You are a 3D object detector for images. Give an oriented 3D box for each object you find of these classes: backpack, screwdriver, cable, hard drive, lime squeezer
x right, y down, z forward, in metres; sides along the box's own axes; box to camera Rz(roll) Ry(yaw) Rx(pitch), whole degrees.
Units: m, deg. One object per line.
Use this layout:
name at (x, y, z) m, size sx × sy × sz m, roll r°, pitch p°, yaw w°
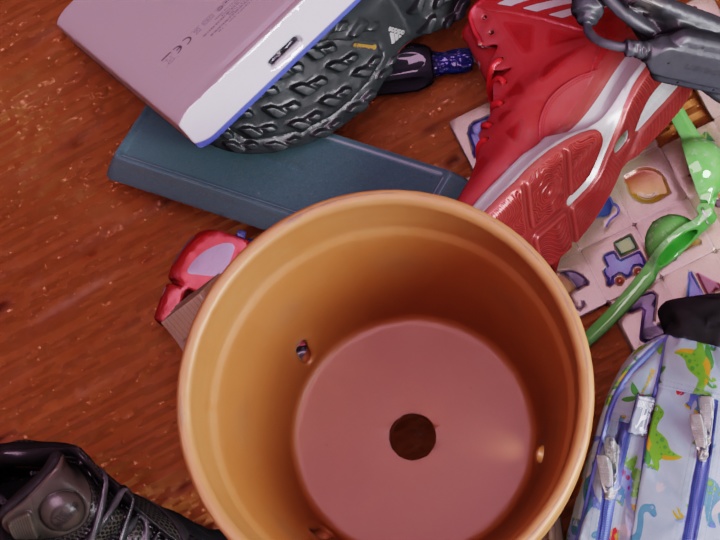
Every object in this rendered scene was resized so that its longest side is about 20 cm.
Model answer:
backpack at (0.179, 0.114, 1.338) m, size 0.154 × 0.163 × 0.200 m, roll -3°, pitch 87°, yaw 12°
screwdriver at (0.079, -0.123, 1.437) m, size 0.200 × 0.029 × 0.028 m, roll -9°, pitch 80°, yaw 7°
cable at (0.193, -0.165, 1.367) m, size 0.200 × 0.051 × 0.163 m, roll 6°, pitch 62°, yaw -28°
hard drive at (-0.081, -0.147, 1.386) m, size 0.132 × 0.200 × 0.025 m, roll -44°, pitch 122°, yaw -4°
lime squeezer at (0.162, -0.036, 1.406) m, size 0.071 × 0.038 × 0.200 m, roll 14°, pitch 85°, yaw 0°

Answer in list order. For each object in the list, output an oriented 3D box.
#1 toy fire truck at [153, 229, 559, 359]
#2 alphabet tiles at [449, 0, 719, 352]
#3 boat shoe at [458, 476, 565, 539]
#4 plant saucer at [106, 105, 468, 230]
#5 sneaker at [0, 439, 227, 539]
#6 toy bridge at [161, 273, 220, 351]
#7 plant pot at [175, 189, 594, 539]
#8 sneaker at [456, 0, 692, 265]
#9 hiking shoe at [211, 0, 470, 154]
toy fire truck at (0.000, 0.000, 1.410) m, size 0.200 × 0.049 × 0.141 m, roll 19°, pitch 84°, yaw 10°
alphabet tiles at (0.145, -0.040, 1.432) m, size 0.200 × 0.008 × 0.167 m, roll -27°, pitch 80°, yaw 0°
boat shoe at (0.069, 0.126, 1.364) m, size 0.065 × 0.072 × 0.200 m, roll 16°, pitch 80°, yaw -31°
plant saucer at (-0.043, -0.054, 1.405) m, size 0.200 × 0.019 × 0.070 m, roll 19°, pitch 63°, yaw 23°
sneaker at (-0.127, 0.151, 1.367) m, size 0.199 × 0.114 × 0.076 m, roll 30°, pitch 86°, yaw 7°
toy bridge at (-0.036, 0.095, 1.385) m, size 0.067 × 0.027 × 0.200 m, roll -35°, pitch 102°, yaw 35°
plant pot at (0.020, 0.072, 1.272) m, size 0.200 × 0.140 × 0.200 m, roll -2°, pitch 78°, yaw 8°
sneaker at (0.082, -0.077, 1.375) m, size 0.116 × 0.078 × 0.200 m, roll 29°, pitch 56°, yaw 31°
hiking shoe at (-0.020, -0.134, 1.416) m, size 0.200 × 0.074 × 0.087 m, roll -36°, pitch 37°, yaw -18°
